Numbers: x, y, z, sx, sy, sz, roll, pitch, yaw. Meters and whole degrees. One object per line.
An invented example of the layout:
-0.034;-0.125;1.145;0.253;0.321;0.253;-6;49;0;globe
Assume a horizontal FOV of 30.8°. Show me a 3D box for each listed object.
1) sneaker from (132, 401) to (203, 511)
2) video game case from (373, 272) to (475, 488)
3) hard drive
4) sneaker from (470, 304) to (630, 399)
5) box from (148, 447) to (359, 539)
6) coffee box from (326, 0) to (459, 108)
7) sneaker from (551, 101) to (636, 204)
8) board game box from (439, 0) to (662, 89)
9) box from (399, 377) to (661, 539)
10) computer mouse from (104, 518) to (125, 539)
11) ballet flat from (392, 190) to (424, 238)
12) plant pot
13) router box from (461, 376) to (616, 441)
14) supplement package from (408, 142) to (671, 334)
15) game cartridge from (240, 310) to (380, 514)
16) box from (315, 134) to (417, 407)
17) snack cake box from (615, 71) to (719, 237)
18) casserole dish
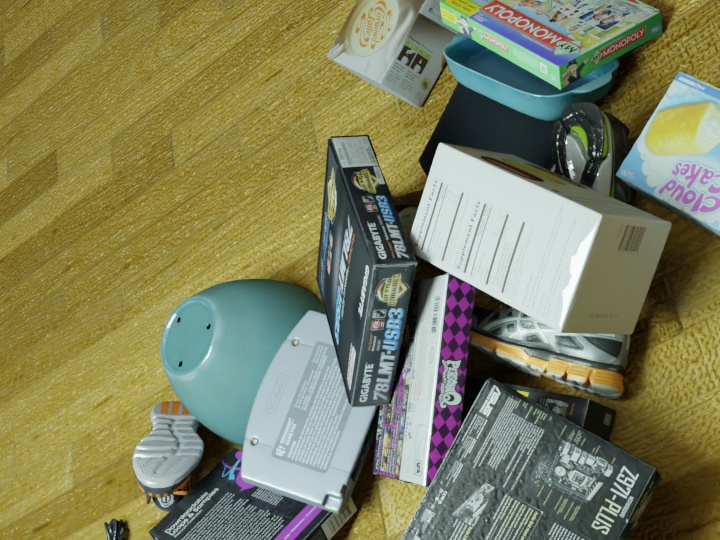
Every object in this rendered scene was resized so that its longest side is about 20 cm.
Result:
-0.218;0.238;1.507;0.200;0.077;0.112;-86;1;-73;sneaker
0.060;0.109;1.286;0.181;0.036;0.200;161;116;-74;video game case
0.151;-0.129;1.376;0.200;0.042;0.135;30;94;46;hard drive
0.174;0.062;1.257;0.200;0.078;0.077;17;83;36;sneaker
-0.118;0.271;1.414;0.200;0.036;0.143;12;46;45;box
0.063;-0.304;1.508;0.114;0.080;0.200;36;98;45;coffee box
0.232;-0.059;1.253;0.074;0.081;0.200;7;97;47;sneaker
0.194;-0.262;1.352;0.134;0.029;0.200;-30;42;-19;board game box
0.140;0.220;1.125;0.164;0.086;0.200;27;86;20;box
-0.363;0.395;1.639;0.200;0.044;0.110;-28;60;25;computer mouse
0.038;-0.051;1.422;0.200;0.072;0.068;9;121;45;ballet flat
-0.149;0.093;1.498;0.200;0.135;0.200;-19;60;36;plant pot
0.141;0.209;1.234;0.157;0.052;0.200;8;78;44;router box
0.158;-0.031;1.189;0.200;0.114;0.110;30;108;42;supplement package
-0.045;0.146;1.391;0.133;0.040;0.200;17;71;16;game cartridge
0.000;0.000;1.319;0.199;0.050;0.200;-105;17;-45;box
0.340;-0.084;1.163;0.200;0.067;0.115;37;98;45;snack cake box
0.175;-0.206;1.351;0.121;0.039;0.200;-28;39;-27;casserole dish
